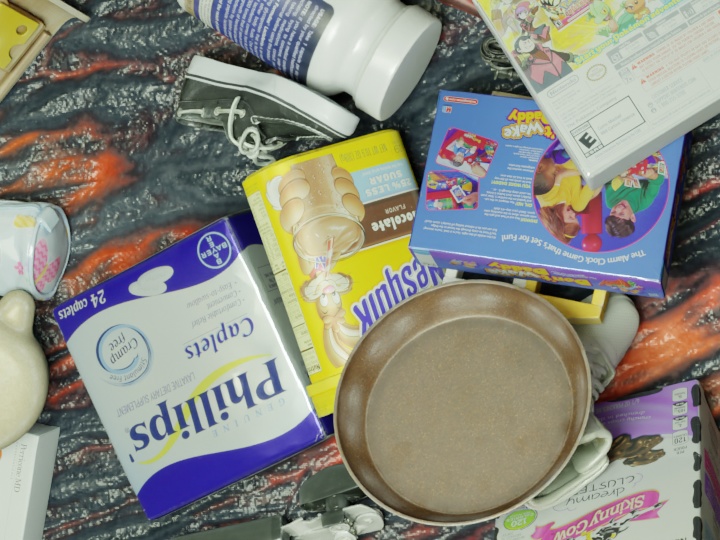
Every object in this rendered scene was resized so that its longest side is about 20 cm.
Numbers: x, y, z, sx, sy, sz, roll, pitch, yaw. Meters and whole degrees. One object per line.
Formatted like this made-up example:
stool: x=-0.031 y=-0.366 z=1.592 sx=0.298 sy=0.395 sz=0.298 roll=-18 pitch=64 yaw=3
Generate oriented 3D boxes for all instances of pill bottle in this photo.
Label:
pill bottle: x=-0.040 y=-0.212 z=1.690 sx=0.199 sy=0.116 sz=0.116 roll=34 pitch=105 yaw=12

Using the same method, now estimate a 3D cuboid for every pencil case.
pencil case: x=-0.353 y=-0.029 z=1.827 sx=0.199 sy=0.083 sz=0.091 roll=10 pitch=109 yaw=16

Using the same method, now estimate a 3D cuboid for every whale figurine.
whale figurine: x=-0.348 y=0.059 z=1.786 sx=0.159 sy=0.104 sz=0.201 roll=-31 pitch=100 yaw=-2

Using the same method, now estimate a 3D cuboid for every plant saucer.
plant saucer: x=0.079 y=0.103 z=1.576 sx=0.199 sy=0.035 sz=0.201 roll=-9 pitch=59 yaw=15

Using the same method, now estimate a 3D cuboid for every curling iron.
curling iron: x=0.065 y=-0.219 z=1.697 sx=0.200 sy=0.026 sz=0.050 roll=38 pitch=71 yaw=15

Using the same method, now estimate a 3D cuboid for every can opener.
can opener: x=-0.071 y=0.220 z=1.790 sx=0.199 sy=0.053 sz=0.067 roll=-19 pitch=56 yaw=17

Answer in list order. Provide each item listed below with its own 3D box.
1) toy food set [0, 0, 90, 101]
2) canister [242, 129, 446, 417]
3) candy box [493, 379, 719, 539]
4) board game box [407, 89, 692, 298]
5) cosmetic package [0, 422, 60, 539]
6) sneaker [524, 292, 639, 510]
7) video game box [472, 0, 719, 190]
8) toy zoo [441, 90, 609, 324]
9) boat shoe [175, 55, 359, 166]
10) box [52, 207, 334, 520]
toy food set: x=-0.340 y=-0.172 z=1.772 sx=0.200 sy=0.143 sz=0.061 roll=-48 pitch=44 yaw=16
canister: x=0.000 y=0.000 z=1.688 sx=0.086 sy=0.148 sz=0.201 roll=-25 pitch=84 yaw=58
candy box: x=0.193 y=0.189 z=1.614 sx=0.167 sy=0.200 sz=0.072 roll=-15 pitch=121 yaw=18
board game box: x=0.148 y=-0.061 z=1.632 sx=0.199 sy=0.045 sz=0.135 roll=8 pitch=75 yaw=16
cosmetic package: x=-0.359 y=0.221 z=1.875 sx=0.150 sy=0.052 sz=0.201 roll=12 pitch=99 yaw=13
sneaker: x=0.172 y=0.105 z=1.627 sx=0.200 sy=0.115 sz=0.074 roll=-46 pitch=125 yaw=-14
video game box: x=0.212 y=-0.189 z=1.605 sx=0.199 sy=0.047 sz=0.183 roll=-31 pitch=75 yaw=2
toy zoo: x=0.143 y=-0.037 z=1.662 sx=0.130 sy=0.020 sz=0.201 roll=10 pitch=76 yaw=16
boat shoe: x=-0.082 y=-0.123 z=1.699 sx=0.199 sy=0.073 sz=0.068 roll=20 pitch=86 yaw=41
box: x=-0.125 y=0.077 z=1.756 sx=0.183 sy=0.105 sz=0.201 roll=-27 pitch=88 yaw=19
